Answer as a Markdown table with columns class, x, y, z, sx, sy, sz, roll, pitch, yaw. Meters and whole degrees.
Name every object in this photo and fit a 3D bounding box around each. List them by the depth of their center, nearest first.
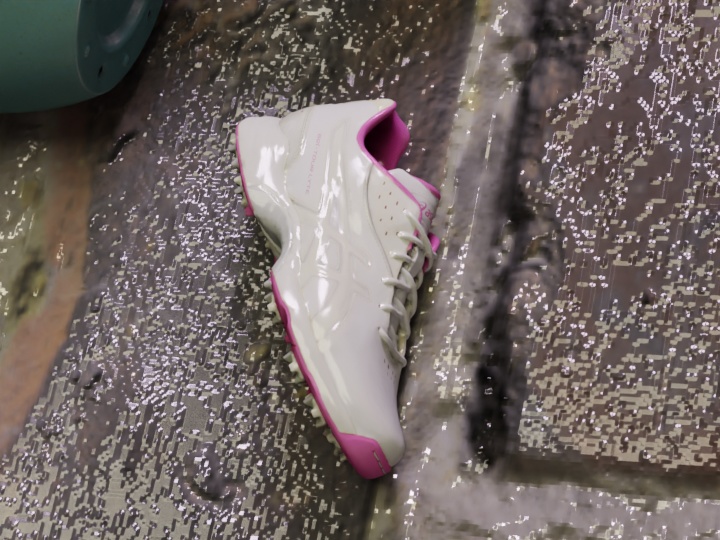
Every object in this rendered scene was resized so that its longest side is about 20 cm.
| class | x | y | z | sx | sy | sz | roll | pitch | yaw |
| --- | --- | --- | --- | --- | --- | --- | --- | --- | --- |
| golf shoe | 0.000 | 0.000 | 1.267 | 0.091 | 0.075 | 0.201 | -19 | 60 | 5 |
| plant pot | -0.185 | -0.169 | 1.354 | 0.160 | 0.201 | 0.201 | 18 | 70 | 12 |
